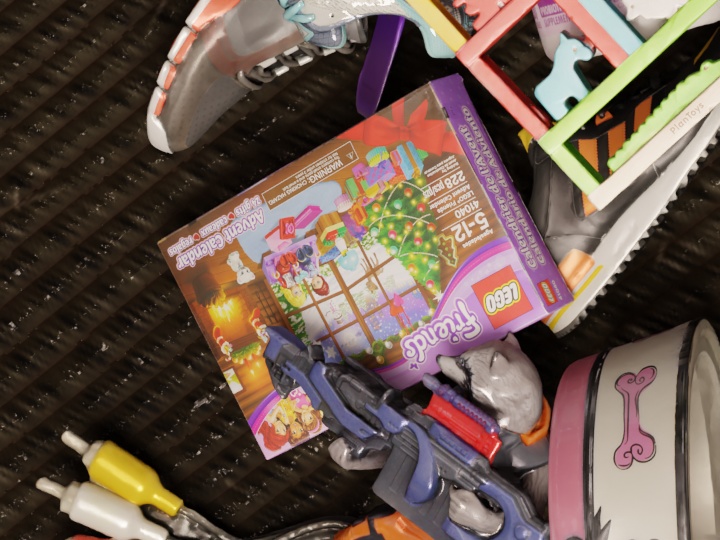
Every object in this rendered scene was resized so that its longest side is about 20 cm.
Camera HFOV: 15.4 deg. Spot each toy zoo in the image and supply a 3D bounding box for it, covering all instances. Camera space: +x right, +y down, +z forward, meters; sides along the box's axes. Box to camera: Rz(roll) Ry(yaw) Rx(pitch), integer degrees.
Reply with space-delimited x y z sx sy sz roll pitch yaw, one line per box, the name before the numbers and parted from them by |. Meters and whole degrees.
toy zoo | 0.100 -0.147 1.324 0.131 0.020 0.200 -43 89 15

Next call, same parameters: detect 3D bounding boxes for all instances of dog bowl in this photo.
dog bowl | 0.147 0.126 1.356 0.074 0.200 0.201 -5 92 16

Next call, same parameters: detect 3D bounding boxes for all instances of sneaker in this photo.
sneaker | -0.040 -0.136 1.448 0.082 0.077 0.200 37 101 2
sneaker | 0.133 -0.065 1.413 0.090 0.070 0.200 36 102 5
sneaker | -0.029 -0.160 1.380 0.199 0.078 0.087 14 102 3

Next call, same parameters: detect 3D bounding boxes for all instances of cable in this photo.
cable | -0.087 0.160 1.486 0.200 0.050 0.097 16 95 11

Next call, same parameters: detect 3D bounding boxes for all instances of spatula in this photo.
spatula | 0.047 -0.173 1.444 0.021 0.057 0.200 32 92 -16

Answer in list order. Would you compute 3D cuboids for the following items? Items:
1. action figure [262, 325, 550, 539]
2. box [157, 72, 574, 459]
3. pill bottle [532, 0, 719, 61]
action figure | 0.031 0.106 1.405 0.200 0.104 0.194 43 122 25
box | 0.000 0.000 1.434 0.200 0.039 0.137 -29 87 31
pill bottle | 0.123 -0.216 1.378 0.112 0.112 0.200 -15 95 13
